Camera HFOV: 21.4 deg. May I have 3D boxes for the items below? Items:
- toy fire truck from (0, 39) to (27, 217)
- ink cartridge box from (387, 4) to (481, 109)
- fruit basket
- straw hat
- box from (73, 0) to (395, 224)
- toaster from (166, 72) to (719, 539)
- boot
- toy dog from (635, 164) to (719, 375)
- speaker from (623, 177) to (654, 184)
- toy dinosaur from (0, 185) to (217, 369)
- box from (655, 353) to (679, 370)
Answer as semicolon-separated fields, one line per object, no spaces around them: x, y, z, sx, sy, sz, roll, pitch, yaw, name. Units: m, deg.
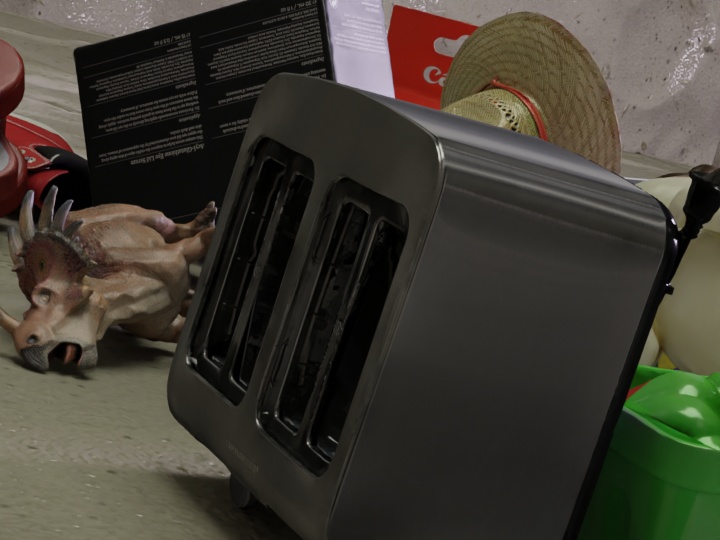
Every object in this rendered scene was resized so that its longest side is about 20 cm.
-0.309;-0.104;1.223;0.167;0.113;0.200;-17;53;-22;toy fire truck
0.058;-0.110;1.594;0.159;0.201;0.047;19;9;29;ink cartridge box
0.184;0.055;0.789;0.214;0.217;0.155;10;10;-27;fruit basket
0.095;-0.093;1.430;0.085;0.202;0.201;-14;25;-36;straw hat
-0.078;-0.091;1.219;0.199;0.142;0.079;-10;-8;31;box
0.023;0.020;0.750;0.118;0.201;0.181;15;8;-29;toaster
-0.278;-0.085;1.322;0.199;0.073;0.144;14;10;-28;boot
0.227;0.013;1.158;0.193;0.140;0.200;12;27;-45;toy dog
0.212;-0.021;1.297;0.199;0.082;0.081;4;12;-22;speaker
-0.137;-0.003;1.021;0.135;0.086;0.200;5;6;-17;toy dinosaur
0.207;0.045;1.301;0.117;0.049;0.200;-2;21;-26;box
